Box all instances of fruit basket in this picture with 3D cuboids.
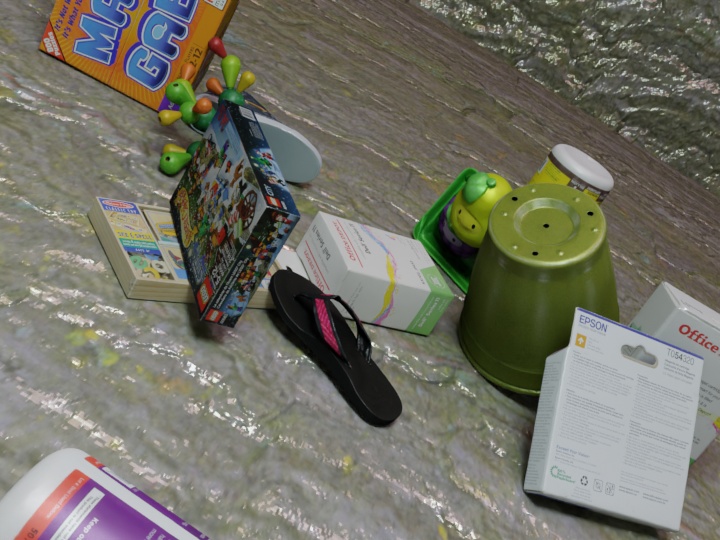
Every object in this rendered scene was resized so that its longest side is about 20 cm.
[{"bbox_3d":[0.170,-0.050,1.249,0.215,0.156,0.216,39,13,-11],"label":"fruit basket"}]

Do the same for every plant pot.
[{"bbox_3d":[0.213,0.010,1.057,0.199,0.193,0.201,-4,49,4],"label":"plant pot"}]

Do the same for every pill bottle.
[{"bbox_3d":[0.294,-0.088,1.410,0.109,0.200,0.109,26,26,-14],"label":"pill bottle"},{"bbox_3d":[-0.125,0.200,0.524,0.200,0.113,0.112,34,25,3],"label":"pill bottle"}]

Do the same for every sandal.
[{"bbox_3d":[-0.018,0.068,0.931,0.075,0.045,0.200,-15,59,-51],"label":"sandal"}]

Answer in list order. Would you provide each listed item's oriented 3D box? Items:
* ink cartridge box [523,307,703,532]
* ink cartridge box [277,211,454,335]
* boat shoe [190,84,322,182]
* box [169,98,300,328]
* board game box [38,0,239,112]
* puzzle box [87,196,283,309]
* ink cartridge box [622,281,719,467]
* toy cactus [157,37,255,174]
[{"bbox_3d":[0.280,0.165,0.988,0.196,0.201,0.043,21,-17,-23],"label":"ink cartridge box"},{"bbox_3d":[0.000,0.000,1.073,0.199,0.067,0.117,14,31,-34],"label":"ink cartridge box"},{"bbox_3d":[-0.137,-0.199,1.263,0.200,0.071,0.091,28,30,-5],"label":"boat shoe"},{"bbox_3d":[-0.130,-0.061,0.892,0.038,0.137,0.200,17,29,-33],"label":"box"},{"bbox_3d":[-0.285,-0.368,1.247,0.199,0.200,0.200,27,26,-12],"label":"board game box"},{"bbox_3d":[-0.173,-0.016,0.955,0.199,0.025,0.133,7,35,-43],"label":"puzzle box"},{"bbox_3d":[0.374,0.137,1.098,0.144,0.200,0.084,29,22,-7],"label":"ink cartridge box"},{"bbox_3d":[-0.176,-0.185,1.146,0.165,0.102,0.201,46,42,-35],"label":"toy cactus"}]
